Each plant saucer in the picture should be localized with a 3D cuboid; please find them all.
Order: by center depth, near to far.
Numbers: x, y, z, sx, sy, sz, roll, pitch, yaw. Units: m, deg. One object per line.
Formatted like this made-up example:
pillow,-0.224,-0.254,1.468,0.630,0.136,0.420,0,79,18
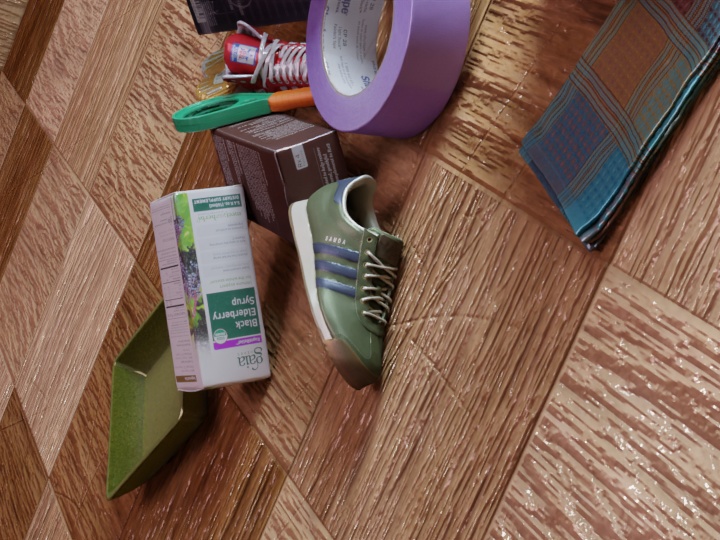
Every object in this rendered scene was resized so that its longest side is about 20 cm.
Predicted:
plant saucer,-0.228,0.140,1.667,0.200,0.048,0.201,-47,35,40

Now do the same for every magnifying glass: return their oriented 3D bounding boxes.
magnifying glass,-0.108,-0.172,1.515,0.198,0.023,0.080,-7,20,28

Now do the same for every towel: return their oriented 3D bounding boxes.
towel,0.194,-0.132,1.066,0.201,0.022,0.147,-59,30,24

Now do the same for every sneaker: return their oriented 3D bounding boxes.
sneaker,0.000,0.000,1.298,0.089,0.067,0.201,-30,57,20
sneaker,-0.078,-0.222,1.539,0.200,0.112,0.072,-1,71,62
sneaker,-0.143,-0.207,1.699,0.075,0.088,0.200,-17,26,18

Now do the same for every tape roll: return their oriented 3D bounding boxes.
tape roll,0.022,-0.227,1.357,0.200,0.065,0.202,-13,75,58

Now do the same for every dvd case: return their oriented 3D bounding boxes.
dvd case,-0.110,-0.334,1.553,0.198,0.150,0.016,-3,33,24

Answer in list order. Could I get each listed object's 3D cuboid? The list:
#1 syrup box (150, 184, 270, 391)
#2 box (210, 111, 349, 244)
syrup box,-0.155,0.019,1.492,0.081,0.078,0.202,-12,87,61
box,-0.079,-0.098,1.463,0.200,0.074,0.101,31,139,64
